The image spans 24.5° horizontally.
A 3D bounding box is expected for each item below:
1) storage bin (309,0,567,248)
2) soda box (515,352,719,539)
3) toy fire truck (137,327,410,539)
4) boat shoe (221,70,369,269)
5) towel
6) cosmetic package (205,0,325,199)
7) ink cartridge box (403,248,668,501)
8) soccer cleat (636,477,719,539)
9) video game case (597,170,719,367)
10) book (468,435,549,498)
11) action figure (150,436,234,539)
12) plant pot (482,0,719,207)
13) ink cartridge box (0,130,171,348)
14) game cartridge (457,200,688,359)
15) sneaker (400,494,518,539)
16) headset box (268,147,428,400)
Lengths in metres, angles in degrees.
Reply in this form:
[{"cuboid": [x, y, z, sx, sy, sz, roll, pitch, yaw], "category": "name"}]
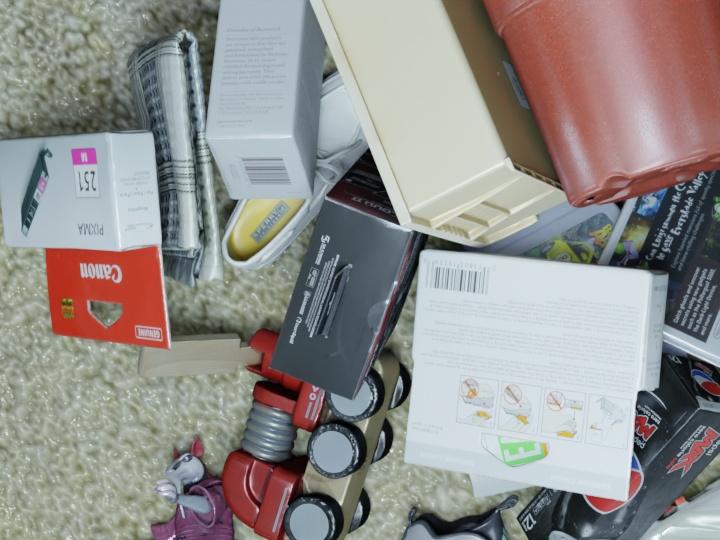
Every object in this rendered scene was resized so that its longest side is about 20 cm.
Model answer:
[{"cuboid": [0.068, -0.133, 1.278, 0.094, 0.198, 0.200, -26, 76, 18], "category": "storage bin"}, {"cuboid": [0.215, 0.159, 1.323, 0.200, 0.071, 0.063, -54, 44, 26], "category": "soda box"}, {"cuboid": [-0.084, 0.127, 1.395, 0.200, 0.129, 0.176, 20, 99, 17], "category": "toy fire truck"}, {"cuboid": [-0.053, -0.084, 1.376, 0.075, 0.086, 0.202, 40, 100, 2], "category": "boat shoe"}, {"cuboid": [-0.157, -0.087, 1.344, 0.034, 0.192, 0.201, -9, 95, -20], "category": "towel"}, {"cuboid": [-0.072, -0.167, 1.319, 0.071, 0.101, 0.200, 0, 63, 8], "category": "cosmetic package"}, {"cuboid": [0.135, 0.077, 1.296, 0.200, 0.044, 0.174, 6, 94, 31], "category": "ink cartridge box"}, {"cuboid": [0.294, 0.214, 1.365, 0.200, 0.069, 0.078, -35, 76, 7], "category": "soccer cleat"}, {"cuboid": [0.297, -0.023, 1.326, 0.181, 0.023, 0.200, 25, 74, 5], "category": "video game case"}, {"cuboid": [0.178, 0.105, 1.388, 0.199, 0.048, 0.134, -14, 95, 6], "category": "book"}, {"cuboid": [-0.125, 0.239, 1.413, 0.149, 0.134, 0.201, 4, 68, -25], "category": "action figure"}, {"cuboid": [0.203, -0.161, 1.258, 0.200, 0.201, 0.196, -17, 84, 10], "category": "plant pot"}, {"cuboid": [-0.231, -0.025, 1.363, 0.200, 0.043, 0.174, 3, 98, 52], "category": "ink cartridge box"}, {"cuboid": [0.176, 0.018, 1.347, 0.133, 0.041, 0.200, -28, 75, -4], "category": "game cartridge"}, {"cuboid": [0.122, 0.258, 1.392, 0.200, 0.078, 0.140, 18, 99, 6], "category": "sneaker"}, {"cuboid": [0.000, 0.000, 1.309, 0.077, 0.200, 0.149, 21, 111, 6], "category": "headset box"}]
